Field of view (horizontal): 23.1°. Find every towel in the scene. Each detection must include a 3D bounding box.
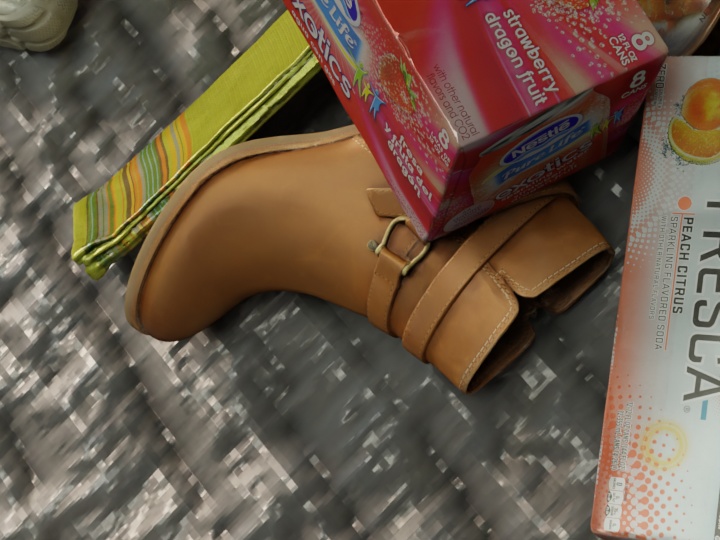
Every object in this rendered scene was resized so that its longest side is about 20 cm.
[{"bbox_3d":[-0.062,-0.081,0.832,0.200,0.018,0.086,-43,25,7],"label":"towel"}]

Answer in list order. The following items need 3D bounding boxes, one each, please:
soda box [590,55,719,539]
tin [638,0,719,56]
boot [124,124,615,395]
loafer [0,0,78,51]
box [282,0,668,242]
[{"bbox_3d":[0.145,0.016,0.717,0.068,0.064,0.202,4,79,26],"label":"soda box"},{"bbox_3d":[0.137,-0.170,0.763,0.112,0.042,0.201,38,107,20],"label":"tin"},{"bbox_3d":[0.000,0.000,0.781,0.200,0.074,0.155,-44,68,10],"label":"boot"},{"bbox_3d":[-0.233,-0.168,0.930,0.198,0.070,0.070,15,77,18],"label":"loafer"},{"bbox_3d":[0.027,-0.129,0.728,0.099,0.096,0.201,-24,73,-16],"label":"box"}]
